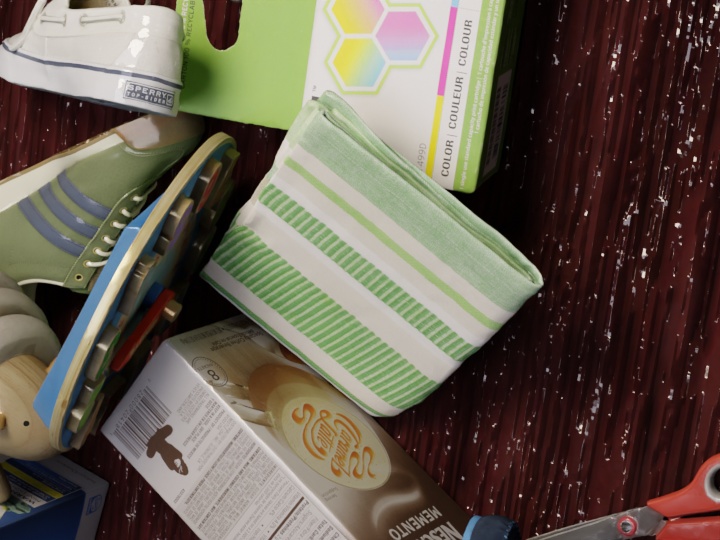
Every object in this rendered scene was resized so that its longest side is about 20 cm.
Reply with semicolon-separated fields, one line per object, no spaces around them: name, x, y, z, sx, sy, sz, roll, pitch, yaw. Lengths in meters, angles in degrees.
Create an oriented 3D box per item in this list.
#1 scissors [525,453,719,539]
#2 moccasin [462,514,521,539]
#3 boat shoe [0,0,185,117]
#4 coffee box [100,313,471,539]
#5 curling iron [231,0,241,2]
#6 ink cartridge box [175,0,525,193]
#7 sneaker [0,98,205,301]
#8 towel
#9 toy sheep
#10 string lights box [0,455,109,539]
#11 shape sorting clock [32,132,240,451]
scissors;0.158;0.131;1.200;0.199;0.014;0.074;0;101;30
moccasin;0.094;0.229;1.225;0.068;0.080;0.201;3;114;24
boat shoe;-0.154;-0.142;1.264;0.202;0.074;0.087;17;94;63
coffee box;-0.035;0.124;1.248;0.200;0.114;0.080;45;117;14
curling iron;-0.134;-0.183;1.300;0.199;0.026;0.050;3;98;29
ink cartridge box;-0.016;-0.134;1.189;0.199;0.076;0.149;11;104;12
sneaker;-0.161;-0.032;1.325;0.200;0.067;0.090;-22;96;30
towel;0.000;0.000;1.188;0.152;0.023;0.200;40;145;0
toy sheep;-0.248;0.055;1.301;0.199;0.138;0.139;25;110;28
string lights box;-0.255;0.155;1.325;0.102;0.200;0.059;26;110;22
shape sorting clock;-0.119;0.014;1.225;0.039;0.200;0.200;32;113;2
